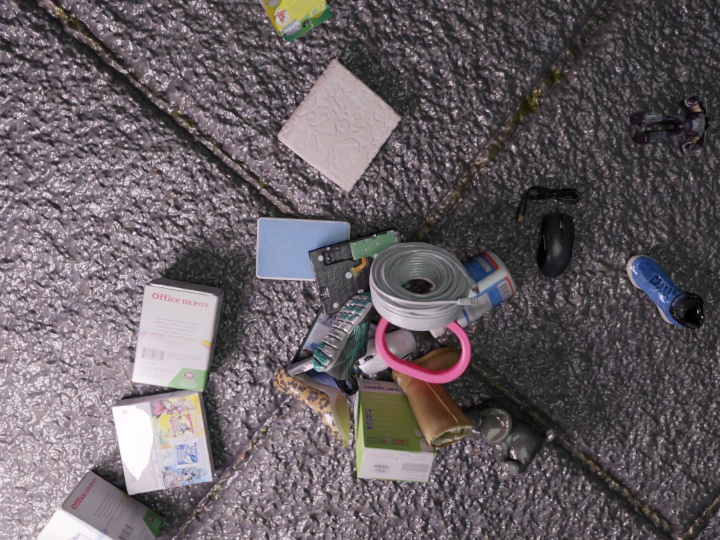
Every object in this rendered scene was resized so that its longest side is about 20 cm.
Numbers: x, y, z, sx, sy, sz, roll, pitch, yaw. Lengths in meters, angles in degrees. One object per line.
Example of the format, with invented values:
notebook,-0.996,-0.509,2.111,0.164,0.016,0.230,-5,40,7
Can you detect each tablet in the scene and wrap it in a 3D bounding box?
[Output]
tablet,-0.122,-0.044,1.138,0.197,0.014,0.132,3,97,-5

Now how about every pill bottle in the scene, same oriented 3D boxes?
pill bottle,0.220,0.055,1.136,0.199,0.112,0.113,-32,99,-1

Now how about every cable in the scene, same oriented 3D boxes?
cable,0.116,0.027,1.052,0.198,0.201,0.070,-11,136,-9

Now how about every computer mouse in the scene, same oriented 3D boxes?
computer mouse,0.412,-0.088,1.171,0.139,0.046,0.202,8,96,-8
computer mouse,0.028,0.180,1.136,0.198,0.044,0.110,-25,80,-10

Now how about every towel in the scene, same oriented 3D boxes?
towel,-0.041,-0.298,1.106,0.190,0.032,0.201,37,93,-10

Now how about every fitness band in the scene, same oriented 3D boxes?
fitness band,0.127,0.148,1.081,0.198,0.037,0.145,19,100,9

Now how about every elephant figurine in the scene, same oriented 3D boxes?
elephant figurine,0.292,0.346,1.179,0.155,0.142,0.200,-38,83,-29

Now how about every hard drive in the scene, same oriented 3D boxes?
hard drive,0.000,0.000,1.133,0.198,0.038,0.141,-16,100,-10

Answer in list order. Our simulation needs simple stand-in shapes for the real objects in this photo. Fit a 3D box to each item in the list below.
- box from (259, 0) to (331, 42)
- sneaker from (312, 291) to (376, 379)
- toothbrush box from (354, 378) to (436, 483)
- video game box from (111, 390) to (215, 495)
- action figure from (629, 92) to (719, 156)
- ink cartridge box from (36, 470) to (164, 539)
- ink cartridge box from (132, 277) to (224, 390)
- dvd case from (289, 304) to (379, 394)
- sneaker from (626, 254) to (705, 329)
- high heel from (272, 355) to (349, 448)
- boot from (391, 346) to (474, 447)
box,-0.151,-0.565,1.055,0.117,0.048,0.201,-30,97,-2
sneaker,-0.014,0.135,1.090,0.091,0.077,0.201,43,76,-31
toothbrush box,0.065,0.327,1.102,0.144,0.201,0.087,7,119,-7
video game box,-0.419,0.365,1.142,0.180,0.047,0.203,-7,98,-3
action figure,0.698,-0.315,1.163,0.198,0.069,0.132,-7,93,-8
ink cartridge box,-0.529,0.531,1.101,0.200,0.145,0.088,40,94,-10
ink cartridge box,-0.370,0.128,1.090,0.144,0.088,0.202,10,98,-7
dvd case,-0.059,0.175,1.169,0.142,0.018,0.201,28,94,-8
sneaker,0.687,0.048,1.183,0.077,0.111,0.201,-38,99,0
high heel,-0.102,0.285,1.112,0.142,0.071,0.202,-25,79,24
boot,0.175,0.259,1.104,0.173,0.200,0.067,-18,125,-14
